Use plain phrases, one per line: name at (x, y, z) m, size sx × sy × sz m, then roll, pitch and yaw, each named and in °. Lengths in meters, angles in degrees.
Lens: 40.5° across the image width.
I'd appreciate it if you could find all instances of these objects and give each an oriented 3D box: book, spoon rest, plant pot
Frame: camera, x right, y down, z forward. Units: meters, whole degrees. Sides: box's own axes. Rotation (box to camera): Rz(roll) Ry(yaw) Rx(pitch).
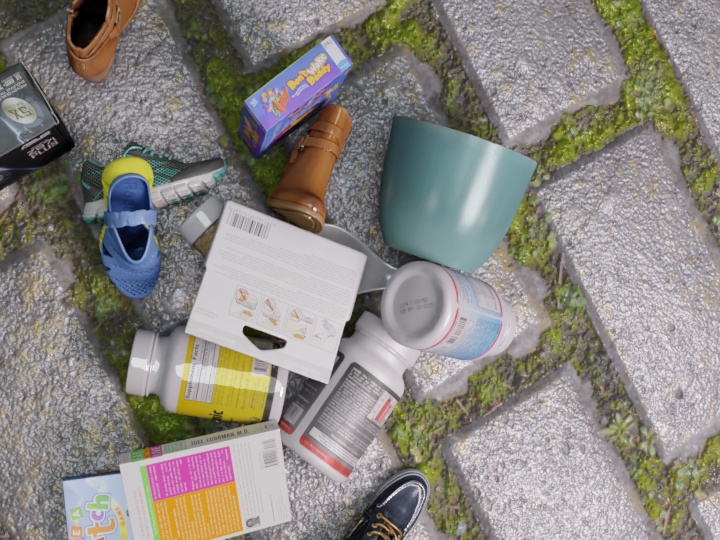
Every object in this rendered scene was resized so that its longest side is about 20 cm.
book at (-0.190, 0.270, 1.213) m, size 0.196 × 0.048 × 0.136 m, roll -10°, pitch 113°, yaw -12°
spoon rest at (0.000, 0.000, 1.313) m, size 0.196 × 0.061 × 0.101 m, roll 14°, pitch 85°, yaw -10°
plant pot at (0.112, -0.092, 1.275) m, size 0.197 × 0.201 × 0.164 m, roll 17°, pitch 95°, yaw -9°

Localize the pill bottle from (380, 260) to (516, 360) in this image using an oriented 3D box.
pill bottle at (0.121, 0.058, 1.263) m, size 0.199 × 0.107 × 0.111 m, roll 18°, pitch 82°, yaw -52°

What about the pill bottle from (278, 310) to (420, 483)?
pill bottle at (-0.013, 0.163, 1.274) m, size 0.115 × 0.116 × 0.201 m, roll 37°, pitch 82°, yaw -6°

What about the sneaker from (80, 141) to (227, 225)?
sneaker at (-0.272, -0.127, 1.266) m, size 0.196 × 0.078 × 0.093 m, roll -16°, pitch 86°, yaw -12°

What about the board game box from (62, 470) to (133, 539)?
board game box at (-0.276, 0.331, 1.261) m, size 0.196 × 0.037 × 0.155 m, roll -6°, pitch 89°, yaw -9°

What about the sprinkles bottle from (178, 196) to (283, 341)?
sprinkles bottle at (-0.150, -0.002, 1.283) m, size 0.068 × 0.068 × 0.200 m, roll -42°, pitch 95°, yaw -9°

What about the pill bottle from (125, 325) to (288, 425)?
pill bottle at (-0.194, 0.132, 1.247) m, size 0.196 × 0.111 × 0.114 m, roll 11°, pitch 86°, yaw -8°

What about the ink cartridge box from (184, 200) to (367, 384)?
ink cartridge box at (-0.106, 0.029, 1.232) m, size 0.197 × 0.043 × 0.177 m, roll 21°, pitch 76°, yaw -13°

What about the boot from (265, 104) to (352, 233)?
boot at (-0.051, -0.133, 1.238) m, size 0.076 × 0.200 × 0.157 m, roll 31°, pitch 91°, yaw -9°

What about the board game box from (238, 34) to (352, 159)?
board game box at (-0.087, -0.214, 1.236) m, size 0.134 × 0.200 × 0.045 m, roll -39°, pitch 93°, yaw -10°

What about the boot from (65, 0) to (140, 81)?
boot at (-0.325, -0.343, 1.215) m, size 0.075 × 0.155 × 0.204 m, roll 18°, pitch 85°, yaw -8°

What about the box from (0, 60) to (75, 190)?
box at (-0.461, -0.151, 1.186) m, size 0.198 × 0.164 × 0.087 m, roll -32°, pitch 92°, yaw -10°

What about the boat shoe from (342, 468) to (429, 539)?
boat shoe at (0.027, 0.352, 1.285) m, size 0.071 × 0.091 × 0.201 m, roll 43°, pitch 81°, yaw -5°

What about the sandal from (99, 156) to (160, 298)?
sandal at (-0.285, -0.036, 1.209) m, size 0.078 × 0.202 × 0.088 m, roll -9°, pitch 45°, yaw -14°
